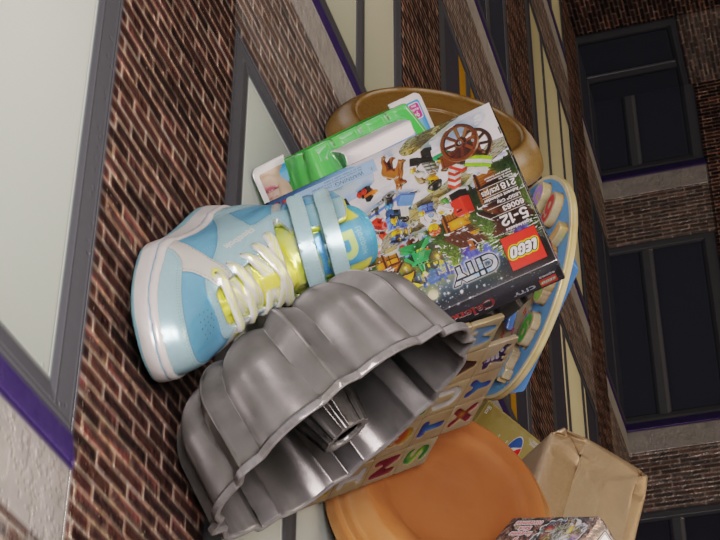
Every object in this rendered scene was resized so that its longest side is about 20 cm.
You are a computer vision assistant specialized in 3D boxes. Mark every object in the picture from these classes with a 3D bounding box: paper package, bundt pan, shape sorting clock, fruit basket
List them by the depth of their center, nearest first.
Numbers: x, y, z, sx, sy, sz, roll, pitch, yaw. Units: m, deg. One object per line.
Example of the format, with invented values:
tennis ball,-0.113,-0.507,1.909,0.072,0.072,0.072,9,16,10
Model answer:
bundt pan,-0.030,0.073,1.024,0.076,0.202,0.202,50,7,16
fruit basket,0.027,-0.023,1.313,0.185,0.094,0.201,-28,90,-34
shape sorting clock,0.134,0.014,1.434,0.200,0.039,0.201,-166,-90,-77
paper package,0.150,0.271,1.472,0.200,0.103,0.191,-54,-167,55

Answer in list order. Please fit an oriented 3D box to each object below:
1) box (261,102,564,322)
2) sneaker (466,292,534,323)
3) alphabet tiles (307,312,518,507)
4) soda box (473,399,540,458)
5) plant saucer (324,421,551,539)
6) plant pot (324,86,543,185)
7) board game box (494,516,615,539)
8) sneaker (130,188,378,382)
box,0.029,-0.018,1.197,0.038,0.199,0.137,52,15,-63
sneaker,0.043,0.035,1.250,0.076,0.200,0.079,58,1,-24
alphabet tiles,0.026,0.103,1.208,0.006,0.200,0.167,50,-46,27
soda box,0.115,0.160,1.674,0.064,0.068,0.200,-54,153,-2
plant saucer,0.069,0.185,1.324,0.201,0.199,0.038,-85,-161,-45
plant pot,0.069,-0.122,1.495,0.200,0.199,0.028,-70,172,-63
board game box,0.124,0.299,1.185,0.200,0.097,0.160,-43,108,-32
sneaker,-0.060,0.001,1.036,0.200,0.130,0.080,-67,145,-64
